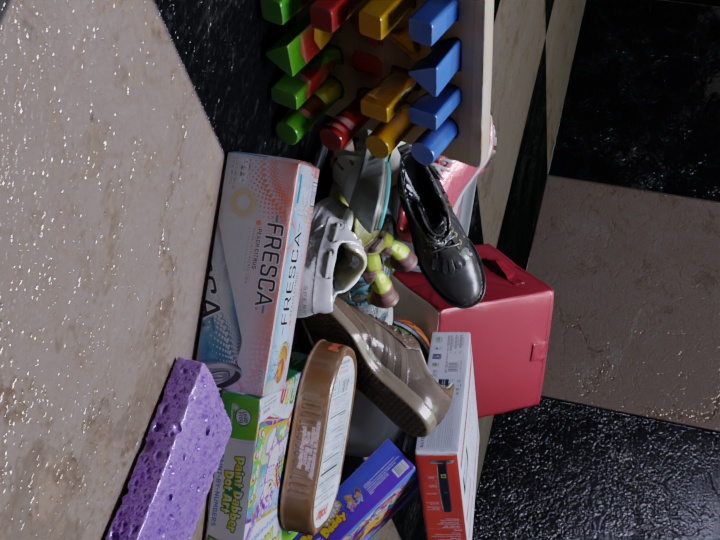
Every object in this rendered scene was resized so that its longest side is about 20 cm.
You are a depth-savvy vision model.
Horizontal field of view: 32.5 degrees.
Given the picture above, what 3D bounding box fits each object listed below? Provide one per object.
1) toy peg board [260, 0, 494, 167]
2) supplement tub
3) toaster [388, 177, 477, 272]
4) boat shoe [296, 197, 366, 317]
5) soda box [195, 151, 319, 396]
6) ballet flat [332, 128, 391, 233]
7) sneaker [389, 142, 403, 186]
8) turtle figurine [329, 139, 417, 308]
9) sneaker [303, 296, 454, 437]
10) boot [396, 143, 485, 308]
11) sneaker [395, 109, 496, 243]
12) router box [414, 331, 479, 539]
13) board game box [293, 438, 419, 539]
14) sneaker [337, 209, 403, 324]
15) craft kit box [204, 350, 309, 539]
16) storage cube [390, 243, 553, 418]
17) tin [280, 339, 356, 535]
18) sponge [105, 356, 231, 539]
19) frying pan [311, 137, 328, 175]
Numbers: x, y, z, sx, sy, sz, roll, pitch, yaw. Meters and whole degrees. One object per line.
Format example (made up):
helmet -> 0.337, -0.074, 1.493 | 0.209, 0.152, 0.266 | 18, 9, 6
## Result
toy peg board -> 0.007, -0.179, 1.097 | 0.098, 0.198, 0.201 | -49, 150, -35
supplement tub -> 0.018, 0.131, 1.480 | 0.200, 0.121, 0.124 | -42, 140, -67
toaster -> 0.091, -0.080, 1.635 | 0.200, 0.112, 0.130 | -58, 154, -65
boat shoe -> -0.027, -0.008, 1.182 | 0.200, 0.069, 0.071 | -65, 158, -58
soda box -> -0.089, 0.002, 1.061 | 0.064, 0.068, 0.202 | 3, 96, -76
ballet flat -> 0.001, -0.104, 1.261 | 0.201, 0.063, 0.068 | -81, -174, -56
sneaker -> 0.045, -0.172, 1.506 | 0.200, 0.084, 0.075 | -37, 152, -35
turtle figurine -> 0.009, -0.046, 1.345 | 0.162, 0.064, 0.201 | 54, 40, -44
sneaker -> 0.020, 0.090, 1.350 | 0.076, 0.200, 0.070 | -45, -175, -37
boot -> 0.082, -0.042, 1.350 | 0.201, 0.069, 0.174 | 64, 4, -4
sneaker -> 0.099, -0.116, 1.465 | 0.087, 0.073, 0.202 | -10, 125, -61
router box -> 0.105, 0.205, 1.452 | 0.201, 0.048, 0.181 | -78, 163, -51
board game box -> -0.015, 0.284, 1.399 | 0.200, 0.045, 0.135 | -44, 162, -3
sneaker -> 0.000, 0.000, 1.444 | 0.087, 0.077, 0.201 | 75, 19, -47
craft kit box -> -0.097, 0.196, 1.228 | 0.200, 0.048, 0.199 | -28, 130, -73
storage cube -> 0.133, 0.086, 1.666 | 0.171, 0.178, 0.202 | 41, -48, 53
tin -> -0.042, 0.173, 1.274 | 0.112, 0.041, 0.202 | -5, 105, -72
sponge -> -0.157, 0.185, 0.995 | 0.112, 0.030, 0.201 | 80, 25, -55
frying pan -> -0.065, -0.052, 1.196 | 0.115, 0.031, 0.192 | -6, 102, -78
